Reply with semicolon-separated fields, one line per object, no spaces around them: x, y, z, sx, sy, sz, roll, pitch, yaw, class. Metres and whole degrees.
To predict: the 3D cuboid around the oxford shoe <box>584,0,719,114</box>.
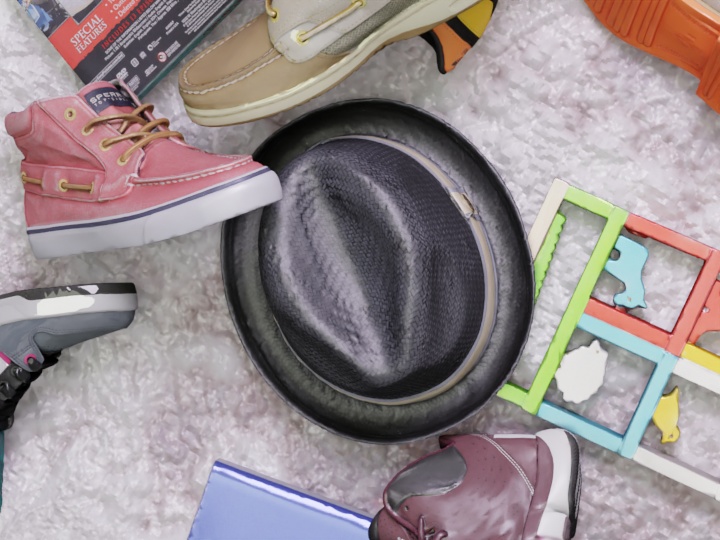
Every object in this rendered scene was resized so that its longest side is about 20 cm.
0.186;-0.159;1.166;0.200;0.071;0.073;45;64;10;oxford shoe

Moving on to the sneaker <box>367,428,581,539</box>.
0.057;0.178;1.156;0.115;0.076;0.200;5;57;10;sneaker

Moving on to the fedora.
0.000;0.000;1.159;0.200;0.092;0.201;0;88;14;fedora

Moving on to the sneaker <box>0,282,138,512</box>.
-0.213;0.080;1.202;0.200;0.084;0.121;-15;86;15;sneaker

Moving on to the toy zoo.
0.175;0.046;1.188;0.200;0.020;0.131;24;95;5;toy zoo

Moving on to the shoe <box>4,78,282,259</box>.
-0.128;-0.062;1.152;0.200;0.071;0.091;-8;100;47;shoe

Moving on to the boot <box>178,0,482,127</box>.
-0.036;-0.175;1.087;0.200;0.072;0.155;-28;125;10;boot

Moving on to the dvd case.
-0.156;-0.207;1.192;0.146;0.022;0.200;-41;88;28;dvd case

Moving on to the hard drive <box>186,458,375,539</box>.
-0.013;0.206;1.214;0.200;0.025;0.132;20;95;5;hard drive

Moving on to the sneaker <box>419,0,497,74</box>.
-0.017;-0.181;1.176;0.200;0.070;0.090;24;92;3;sneaker
